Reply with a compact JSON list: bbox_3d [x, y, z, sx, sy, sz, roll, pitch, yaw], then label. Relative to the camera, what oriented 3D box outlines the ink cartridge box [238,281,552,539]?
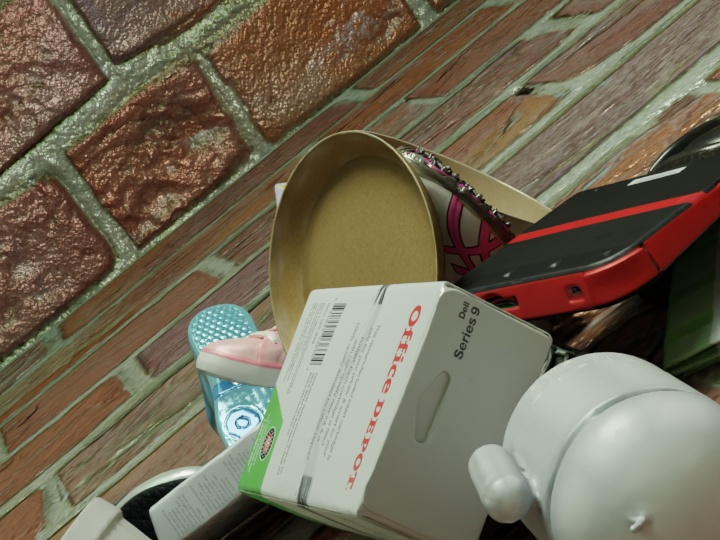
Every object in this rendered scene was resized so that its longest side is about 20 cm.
[{"bbox_3d":[0.016,0.090,1.036,0.200,0.084,0.147,-3,63,66],"label":"ink cartridge box"}]

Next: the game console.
[{"bbox_3d":[0.164,-0.020,1.139,0.176,0.031,0.200,-34,12,-33],"label":"game console"}]

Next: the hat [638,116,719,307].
[{"bbox_3d":[0.263,-0.065,1.212,0.200,0.081,0.201,-36,13,10],"label":"hat"}]

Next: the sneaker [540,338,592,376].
[{"bbox_3d":[0.116,0.076,1.109,0.077,0.082,0.200,-44,14,-29],"label":"sneaker"}]

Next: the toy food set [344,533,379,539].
[{"bbox_3d":[-0.006,0.221,1.018,0.143,0.061,0.200,-30,10,-23],"label":"toy food set"}]

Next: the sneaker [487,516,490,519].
[{"bbox_3d":[0.063,0.143,1.088,0.087,0.080,0.200,-63,18,-8],"label":"sneaker"}]

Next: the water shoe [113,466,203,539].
[{"bbox_3d":[-0.193,0.222,1.472,0.199,0.072,0.079,-33,11,16],"label":"water shoe"}]

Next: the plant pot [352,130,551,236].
[{"bbox_3d":[0.058,-0.019,1.439,0.200,0.199,0.135,-101,34,-76],"label":"plant pot"}]

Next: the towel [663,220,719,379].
[{"bbox_3d":[0.281,-0.018,1.064,0.200,0.031,0.150,-31,26,36],"label":"towel"}]

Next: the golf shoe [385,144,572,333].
[{"bbox_3d":[0.077,-0.006,1.256,0.092,0.200,0.073,-43,25,1],"label":"golf shoe"}]

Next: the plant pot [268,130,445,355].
[{"bbox_3d":[0.000,0.000,1.219,0.027,0.202,0.200,0,-14,-39],"label":"plant pot"}]

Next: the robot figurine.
[{"bbox_3d":[0.139,0.108,0.858,0.168,0.114,0.200,-4,9,-10],"label":"robot figurine"}]

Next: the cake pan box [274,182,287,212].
[{"bbox_3d":[-0.039,0.031,1.484,0.052,0.201,0.184,-7,14,0],"label":"cake pan box"}]

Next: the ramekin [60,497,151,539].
[{"bbox_3d":[-0.183,0.261,1.100,0.201,0.105,0.200,-58,-1,-2],"label":"ramekin"}]

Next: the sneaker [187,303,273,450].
[{"bbox_3d":[-0.094,0.138,1.516,0.079,0.131,0.201,-16,47,-7],"label":"sneaker"}]

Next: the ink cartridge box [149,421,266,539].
[{"bbox_3d":[-0.097,0.169,1.313,0.199,0.043,0.196,-36,-9,2],"label":"ink cartridge box"}]

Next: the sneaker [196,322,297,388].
[{"bbox_3d":[-0.032,0.046,1.330,0.075,0.199,0.105,180,97,-67],"label":"sneaker"}]
